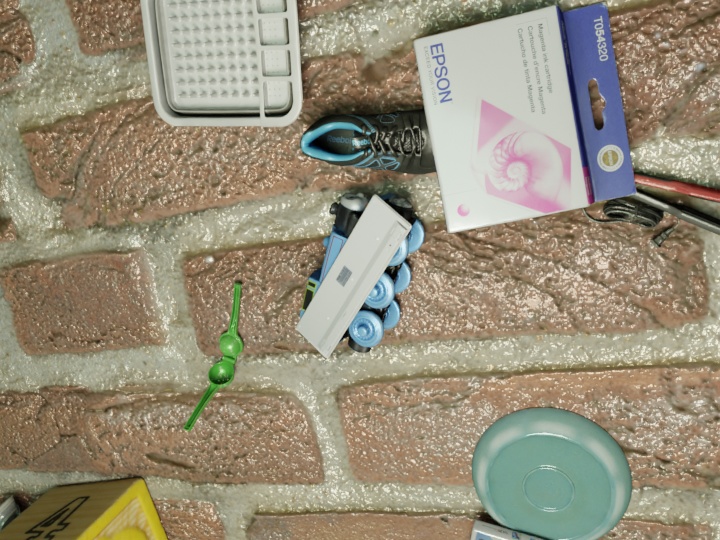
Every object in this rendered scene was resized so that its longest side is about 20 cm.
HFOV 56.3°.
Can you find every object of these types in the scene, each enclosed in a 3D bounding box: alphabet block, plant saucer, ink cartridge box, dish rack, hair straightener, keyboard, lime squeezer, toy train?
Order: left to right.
[{"bbox_3d":[-0.436,0.462,1.041,0.197,0.196,0.198,-11,106,21],"label":"alphabet block"},{"bbox_3d":[-0.191,0.117,0.917,0.037,0.070,0.203,16,83,29],"label":"lime squeezer"},{"bbox_3d":[-0.155,-0.258,0.785,0.197,0.044,0.174,4,110,17],"label":"dish rack"},{"bbox_3d":[-0.012,0.011,0.761,0.056,0.011,0.201,44,119,22],"label":"keyboard"},{"bbox_3d":[0.000,0.000,0.801,0.113,0.087,0.203,22,114,16],"label":"toy train"},{"bbox_3d":[0.166,-0.153,0.677,0.197,0.043,0.199,-11,94,10],"label":"ink cartridge box"},{"bbox_3d":[0.236,0.269,0.844,0.197,0.027,0.203,6,110,17],"label":"plant saucer"},{"bbox_3d":[0.310,-0.058,0.699,0.197,0.041,0.078,16,112,13],"label":"hair straightener"}]

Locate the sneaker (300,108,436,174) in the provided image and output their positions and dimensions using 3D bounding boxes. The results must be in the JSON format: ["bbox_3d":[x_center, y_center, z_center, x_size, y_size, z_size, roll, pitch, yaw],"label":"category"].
[{"bbox_3d":[0.029,-0.138,0.743,0.197,0.082,0.074,0,105,17],"label":"sneaker"}]

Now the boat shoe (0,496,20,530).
[{"bbox_3d":[-0.622,0.475,1.179,0.064,0.075,0.204,26,118,1],"label":"boat shoe"}]

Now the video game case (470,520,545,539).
[{"bbox_3d":[0.225,0.432,0.892,0.180,0.022,0.203,12,120,14],"label":"video game case"}]
